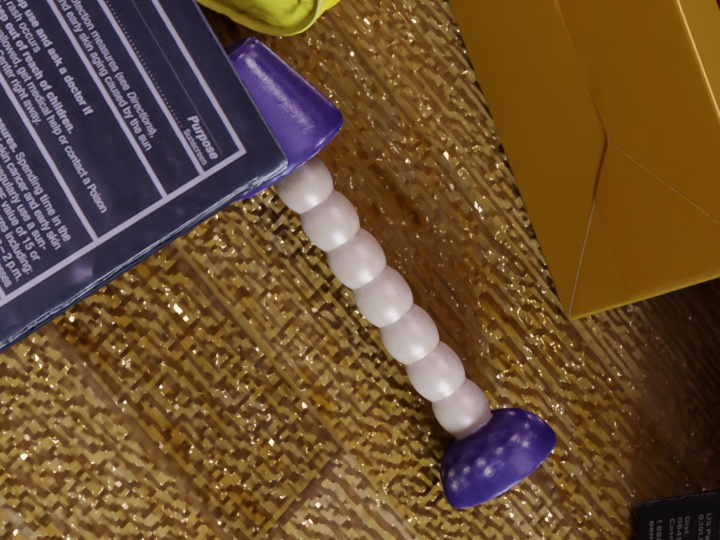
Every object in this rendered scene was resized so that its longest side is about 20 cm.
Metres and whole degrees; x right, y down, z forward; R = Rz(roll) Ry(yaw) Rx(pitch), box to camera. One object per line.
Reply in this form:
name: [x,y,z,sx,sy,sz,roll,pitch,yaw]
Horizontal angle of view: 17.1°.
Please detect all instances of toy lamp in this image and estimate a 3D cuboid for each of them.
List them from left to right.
toy lamp: [0.000,0.000,0.934,0.058,0.058,0.200,-41,103,-33]

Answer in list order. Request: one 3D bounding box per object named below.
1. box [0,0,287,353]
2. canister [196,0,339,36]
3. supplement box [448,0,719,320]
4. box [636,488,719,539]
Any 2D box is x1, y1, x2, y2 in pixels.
box: [-0.167,-0.061,0.797,0.198,0.123,0.200,-34,97,-33]
canister: [0.004,-0.208,0.932,0.086,0.149,0.200,27,54,18]
supplement box: [0.164,-0.112,1.018,0.200,0.133,0.198,-20,90,-35]
box: [0.245,0.154,0.970,0.196,0.200,0.118,13,72,-29]
